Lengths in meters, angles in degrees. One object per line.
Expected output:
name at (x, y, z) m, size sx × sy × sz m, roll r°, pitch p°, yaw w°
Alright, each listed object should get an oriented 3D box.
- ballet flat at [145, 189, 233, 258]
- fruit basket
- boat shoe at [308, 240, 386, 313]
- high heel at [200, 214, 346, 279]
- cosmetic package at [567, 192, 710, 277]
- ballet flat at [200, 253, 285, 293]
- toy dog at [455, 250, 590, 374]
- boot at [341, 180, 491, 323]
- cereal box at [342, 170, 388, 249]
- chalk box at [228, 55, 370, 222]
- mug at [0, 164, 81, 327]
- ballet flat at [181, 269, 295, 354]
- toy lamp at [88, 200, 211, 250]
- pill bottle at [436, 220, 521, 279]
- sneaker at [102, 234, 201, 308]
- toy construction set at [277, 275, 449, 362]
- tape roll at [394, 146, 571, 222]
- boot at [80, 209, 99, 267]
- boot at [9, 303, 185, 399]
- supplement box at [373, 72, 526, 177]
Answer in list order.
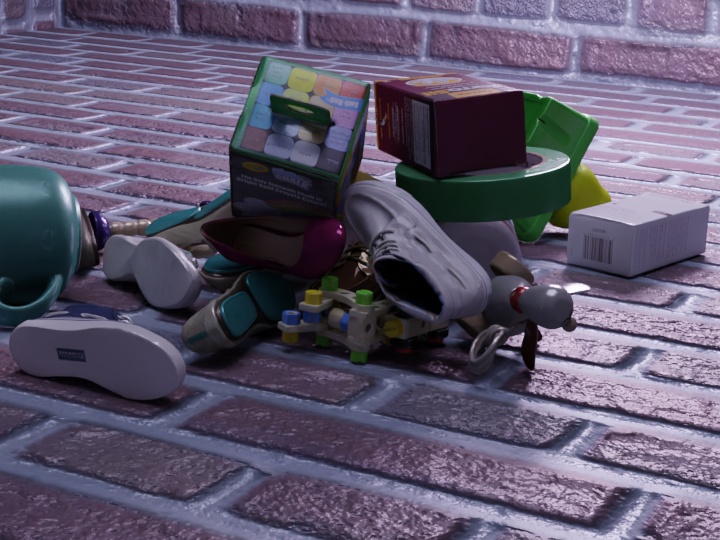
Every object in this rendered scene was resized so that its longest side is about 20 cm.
ballet flat at (-0.179, -0.052, 1.749) m, size 0.069 × 0.070 × 0.199 m, roll -12°, pitch -3°, yaw -42°
fruit basket at (0.256, -0.129, 2.050) m, size 0.214 × 0.218 × 0.155 m, roll -10°, pitch 20°, yaw -39°
boat shoe at (0.000, 0.000, 1.684) m, size 0.075 × 0.075 × 0.200 m, roll 10°, pitch 17°, yaw 26°
high heel at (-0.092, -0.031, 1.543) m, size 0.096 × 0.068 × 0.200 m, roll 18°, pitch -15°, yaw -27°
cosmetic package at (0.367, -0.050, 1.927) m, size 0.101 × 0.075 × 0.199 m, roll 15°, pitch 21°, yaw 38°
ballet flat at (-0.121, 0.000, 1.692) m, size 0.069 × 0.070 × 0.200 m, roll 9°, pitch 22°, yaw 23°
toy dog at (0.174, 0.050, 1.500) m, size 0.096 × 0.132 × 0.200 m, roll 38°, pitch 13°, yaw -15°
boot at (0.038, -0.022, 1.481) m, size 0.200 × 0.074 × 0.095 m, roll 38°, pitch 26°, yaw 24°
cereal box at (-0.041, -0.071, 1.769) m, size 0.143 × 0.040 × 0.199 m, roll 22°, pitch -23°, yaw -33°
chalk box at (-0.064, -0.138, 1.553) m, size 0.123 × 0.125 × 0.200 m, roll 17°, pitch -25°, yaw 3°
mug at (-0.371, -0.024, 1.622) m, size 0.113 × 0.187 × 0.152 m, roll -1°, pitch -9°, yaw -21°
ballet flat at (-0.131, 0.043, 1.534) m, size 0.062 × 0.068 × 0.200 m, roll -26°, pitch -2°, yaw 21°
toy lamp at (-0.251, -0.059, 1.899) m, size 0.198 × 0.059 × 0.058 m, roll -4°, pitch 16°, yaw -25°
pill bottle at (0.125, -0.031, 1.731) m, size 0.118 × 0.121 × 0.200 m, roll 3°, pitch 15°, yaw 1°
sneaker at (-0.218, -0.003, 1.688) m, size 0.088 × 0.076 × 0.200 m, roll 6°, pitch 9°, yaw -35°
toy construction set at (0.019, 0.037, 1.545) m, size 0.130 × 0.093 × 0.200 m, roll 12°, pitch 29°, yaw 32°
tape roll at (0.139, -0.100, 1.660) m, size 0.199 × 0.049 × 0.201 m, roll -4°, pitch 14°, yaw 1°
boot at (-0.405, -0.037, 1.798) m, size 0.145 × 0.071 × 0.200 m, roll -9°, pitch 17°, yaw -17°
boot at (-0.233, 0.067, 1.403) m, size 0.199 × 0.073 × 0.090 m, roll 10°, pitch 22°, yaw 27°
supplement box at (0.098, -0.169, 1.666) m, size 0.109 × 0.086 × 0.200 m, roll -8°, pitch 15°, yaw -17°
